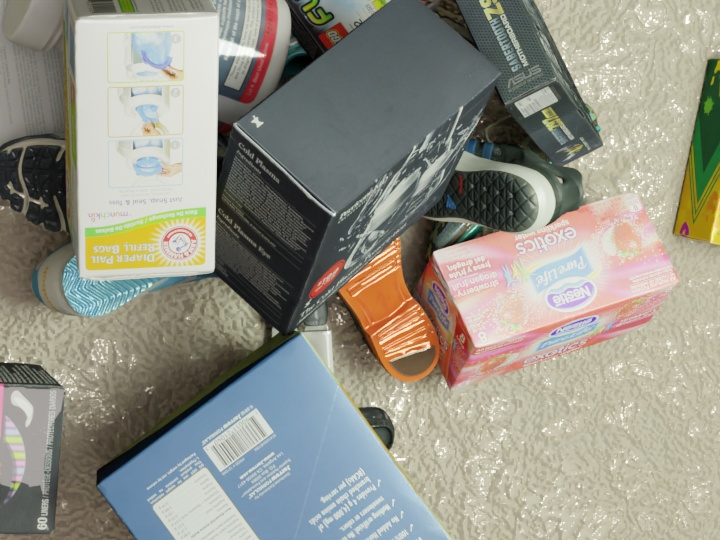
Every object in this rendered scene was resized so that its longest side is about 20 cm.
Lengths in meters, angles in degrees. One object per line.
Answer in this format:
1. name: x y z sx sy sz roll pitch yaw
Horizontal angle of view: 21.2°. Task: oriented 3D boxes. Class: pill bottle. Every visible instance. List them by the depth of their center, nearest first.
1. pill bottle: -0.166 -0.189 1.485 0.199 0.120 0.120 18 91 -24

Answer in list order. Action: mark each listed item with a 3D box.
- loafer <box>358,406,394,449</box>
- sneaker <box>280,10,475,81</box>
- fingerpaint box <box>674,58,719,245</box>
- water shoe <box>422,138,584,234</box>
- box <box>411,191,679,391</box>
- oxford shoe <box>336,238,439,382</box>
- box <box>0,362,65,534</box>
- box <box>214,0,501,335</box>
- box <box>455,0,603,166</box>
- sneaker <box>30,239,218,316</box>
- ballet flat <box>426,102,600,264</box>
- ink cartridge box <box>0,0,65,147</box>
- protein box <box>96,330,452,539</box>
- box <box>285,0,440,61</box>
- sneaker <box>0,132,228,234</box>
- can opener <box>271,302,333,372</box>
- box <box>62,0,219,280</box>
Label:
1. loafer: -0.054 0.182 1.627 0.200 0.070 0.068 -27 127 -13
2. sneaker: 0.006 -0.174 1.595 0.199 0.078 0.080 4 65 -11
3. fingerpaint box: 0.404 -0.093 1.755 0.199 0.073 0.168 10 94 -20
4. water shoe: 0.099 -0.075 1.601 0.079 0.200 0.072 -13 117 -39
5. box: 0.157 0.017 1.649 0.199 0.103 0.095 -17 69 -19
6. oxford shoe: 0.000 0.000 1.625 0.071 0.073 0.201 -25 109 -13
7. box: -0.341 0.136 1.507 0.199 0.106 0.123 3 96 -19
8. box: -0.012 -0.080 1.467 0.104 0.182 0.200 41 59 12
9. box: 0.128 -0.182 1.556 0.051 0.200 0.158 -26 73 11
10. sneaker: -0.175 -0.018 1.565 0.199 0.081 0.077 -19 102 -36
11. ballet flat: 0.117 -0.086 1.669 0.200 0.074 0.074 -40 108 -12
12. ink cartridge box: -0.229 -0.166 1.550 0.199 0.047 0.161 -14 102 -34
13. protein box: -0.072 0.184 1.518 0.198 0.135 0.200 -37 94 -6
14. box: -0.038 -0.264 1.555 0.110 0.035 0.200 -34 83 -16
15. sneaker: -0.193 -0.081 1.517 0.199 0.086 0.078 2 122 -16
16. can opener: -0.052 0.033 1.616 0.052 0.066 0.201 -2 94 6
17. box: -0.161 -0.107 1.394 0.101 0.113 0.201 -3 116 -13
